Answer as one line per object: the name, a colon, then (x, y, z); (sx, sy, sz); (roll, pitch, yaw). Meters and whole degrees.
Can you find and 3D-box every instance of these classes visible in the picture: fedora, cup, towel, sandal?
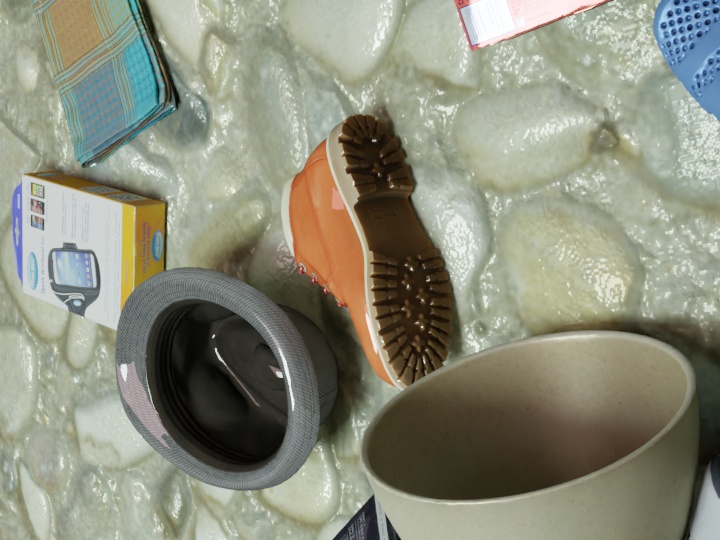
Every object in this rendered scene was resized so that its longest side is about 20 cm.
fedora: (-0.095, 0.080, 1.008); (0.198, 0.090, 0.179); (10, 107, 34)
cup: (0.112, 0.144, 0.750); (0.199, 0.200, 0.145); (1, 114, 42)
towel: (-0.241, -0.210, 1.133); (0.146, 0.022, 0.202); (-26, 81, 42)
sandal: (0.231, -0.089, 0.680); (0.200, 0.087, 0.080); (49, 128, 27)

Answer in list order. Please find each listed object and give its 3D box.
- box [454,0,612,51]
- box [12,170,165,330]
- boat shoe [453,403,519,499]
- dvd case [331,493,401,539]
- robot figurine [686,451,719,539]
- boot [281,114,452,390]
box: (0.145, -0.205, 0.693); (0.199, 0.095, 0.104); (-16, 99, 34)
box: (-0.258, -0.021, 1.174); (0.199, 0.041, 0.120); (18, 110, 42)
boat shoe: (0.077, 0.170, 0.861); (0.068, 0.071, 0.202); (-10, 71, 65)
dvd case: (-0.015, 0.278, 0.973); (0.200, 0.016, 0.150); (-53, 31, 36)
robot figurine: (0.241, 0.175, 0.699); (0.124, 0.150, 0.202); (17, 109, 21)
boot: (0.000, 0.000, 0.924); (0.107, 0.075, 0.202); (-30, 70, 45)
